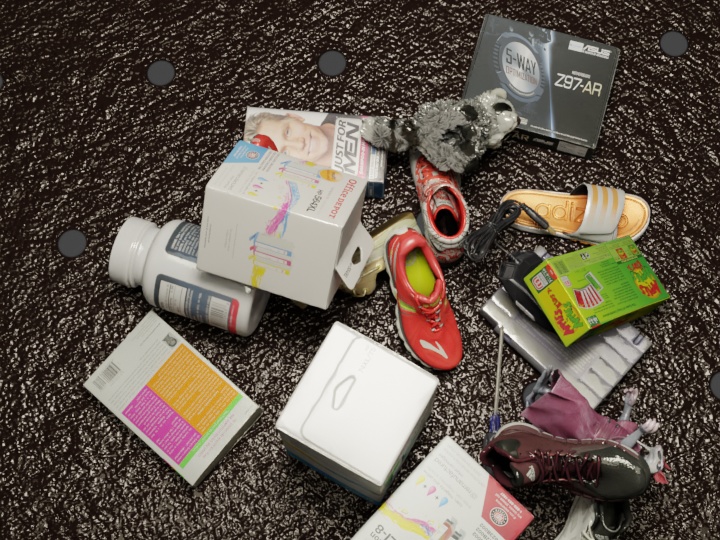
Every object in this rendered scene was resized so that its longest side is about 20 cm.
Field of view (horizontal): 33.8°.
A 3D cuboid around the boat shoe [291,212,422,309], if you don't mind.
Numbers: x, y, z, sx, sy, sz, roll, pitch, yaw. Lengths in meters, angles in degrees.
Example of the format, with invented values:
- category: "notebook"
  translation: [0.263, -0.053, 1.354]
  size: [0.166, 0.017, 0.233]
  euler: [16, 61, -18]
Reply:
- category: "boat shoe"
  translation: [0.000, 0.000, 1.578]
  size: [0.199, 0.074, 0.067]
  euler: [-33, 99, -3]

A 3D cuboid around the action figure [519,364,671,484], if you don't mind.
- category: "action figure"
  translation: [0.291, 0.208, 1.460]
  size: [0.200, 0.134, 0.149]
  euler: [37, 100, 12]

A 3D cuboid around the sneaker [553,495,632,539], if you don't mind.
- category: "sneaker"
  translation: [0.271, 0.340, 1.446]
  size: [0.075, 0.115, 0.202]
  euler: [22, 74, 7]

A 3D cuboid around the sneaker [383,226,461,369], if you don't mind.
- category: "sneaker"
  translation: [0.082, 0.042, 1.524]
  size: [0.077, 0.085, 0.201]
  euler: [-24, 103, -9]

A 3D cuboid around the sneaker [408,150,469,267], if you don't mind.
- category: "sneaker"
  translation: [0.108, -0.114, 1.593]
  size: [0.067, 0.108, 0.203]
  euler: [-7, 72, -2]

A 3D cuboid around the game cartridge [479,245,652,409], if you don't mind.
- category: "game cartridge"
  translation: [0.269, 0.078, 1.571]
  size: [0.200, 0.038, 0.130]
  euler: [43, 82, 12]

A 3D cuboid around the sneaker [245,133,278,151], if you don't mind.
- category: "sneaker"
  translation: [-0.088, -0.095, 1.558]
  size: [0.084, 0.201, 0.077]
  euler: [-5, 33, 33]

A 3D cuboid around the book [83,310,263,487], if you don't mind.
- category: "book"
  translation: [-0.245, 0.166, 1.544]
  size: [0.200, 0.048, 0.134]
  euler: [40, 80, 13]

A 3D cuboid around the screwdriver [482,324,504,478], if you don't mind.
- category: "screwdriver"
  translation: [0.176, 0.172, 1.540]
  size: [0.028, 0.029, 0.202]
  euler: [5, 75, -1]

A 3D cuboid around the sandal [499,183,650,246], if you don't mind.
- category: "sandal"
  translation: [0.293, -0.079, 1.605]
  size: [0.205, 0.059, 0.080]
  euler: [4, 73, 2]

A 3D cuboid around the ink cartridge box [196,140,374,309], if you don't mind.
- category: "ink cartridge box"
  translation: [-0.084, -0.055, 1.462]
  size: [0.198, 0.126, 0.129]
  euler: [16, 35, 6]

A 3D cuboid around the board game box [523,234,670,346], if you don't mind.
- category: "board game box"
  translation: [0.306, 0.023, 1.520]
  size: [0.199, 0.048, 0.102]
  euler: [-15, 68, -46]

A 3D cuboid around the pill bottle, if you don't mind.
- category: "pill bottle"
  translation: [-0.220, 0.001, 1.555]
  size: [0.198, 0.120, 0.120]
  euler: [18, 74, 6]

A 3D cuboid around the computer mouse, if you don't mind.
- category: "computer mouse"
  translation: [0.232, 0.000, 1.560]
  size: [0.200, 0.046, 0.141]
  euler: [39, 54, 2]

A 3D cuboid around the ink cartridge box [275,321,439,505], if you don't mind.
- category: "ink cartridge box"
  translation: [-0.003, 0.180, 1.454]
  size: [0.145, 0.200, 0.147]
  euler: [29, 75, 9]

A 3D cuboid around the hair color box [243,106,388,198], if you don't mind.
- category: "hair color box"
  translation: [-0.062, -0.162, 1.635]
  size: [0.198, 0.061, 0.101]
  euler: [4, 72, 3]

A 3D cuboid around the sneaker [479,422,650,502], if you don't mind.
- category: "sneaker"
  translation: [0.230, 0.238, 1.387]
  size: [0.199, 0.115, 0.076]
  euler: [8, 102, 30]

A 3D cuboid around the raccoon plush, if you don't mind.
- category: "raccoon plush"
  translation: [0.115, -0.209, 1.591]
  size: [0.199, 0.097, 0.134]
  euler: [21, 34, 18]

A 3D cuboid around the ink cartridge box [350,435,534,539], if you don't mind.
- category: "ink cartridge box"
  translation: [0.086, 0.330, 1.436]
  size: [0.145, 0.145, 0.200]
  euler: [42, 79, 12]

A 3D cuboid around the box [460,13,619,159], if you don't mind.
- category: "box"
  translation: [0.250, -0.259, 1.670]
  size: [0.198, 0.044, 0.161]
  euler: [16, 74, 6]
